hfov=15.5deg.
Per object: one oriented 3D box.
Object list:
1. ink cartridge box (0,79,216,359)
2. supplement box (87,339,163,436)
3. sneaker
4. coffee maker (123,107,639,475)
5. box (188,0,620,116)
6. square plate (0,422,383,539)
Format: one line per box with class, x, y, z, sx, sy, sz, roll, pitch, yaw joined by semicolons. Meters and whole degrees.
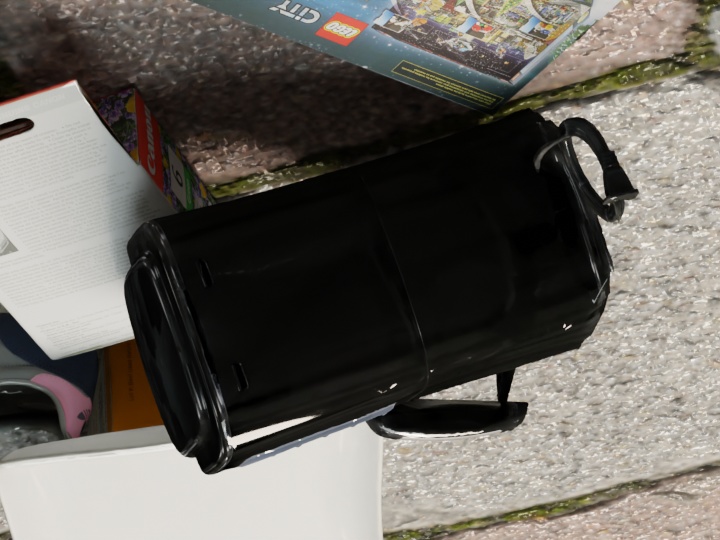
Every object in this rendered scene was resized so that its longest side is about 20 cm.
ink cartridge box;-0.142;-0.036;1.266;0.109;0.050;0.200;-16;144;13
supplement box;-0.090;0.117;1.477;0.126;0.074;0.200;0;145;-11
sneaker;-0.234;0.059;1.358;0.199;0.082;0.070;-5;146;-3
coffee maker;0.000;0.000;1.217;0.200;0.135;0.192;-18;151;-17
box;0.019;-0.146;1.143;0.200;0.038;0.137;18;139;-32
square plate;-0.086;0.131;1.404;0.198;0.029;0.200;-9;146;-5
